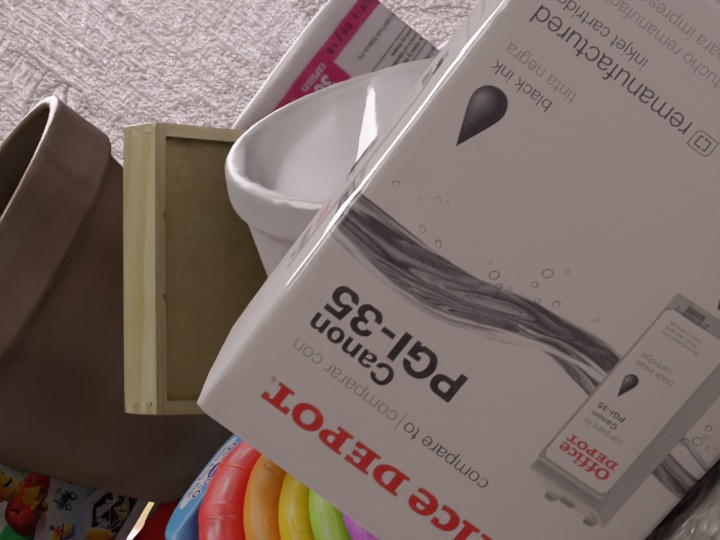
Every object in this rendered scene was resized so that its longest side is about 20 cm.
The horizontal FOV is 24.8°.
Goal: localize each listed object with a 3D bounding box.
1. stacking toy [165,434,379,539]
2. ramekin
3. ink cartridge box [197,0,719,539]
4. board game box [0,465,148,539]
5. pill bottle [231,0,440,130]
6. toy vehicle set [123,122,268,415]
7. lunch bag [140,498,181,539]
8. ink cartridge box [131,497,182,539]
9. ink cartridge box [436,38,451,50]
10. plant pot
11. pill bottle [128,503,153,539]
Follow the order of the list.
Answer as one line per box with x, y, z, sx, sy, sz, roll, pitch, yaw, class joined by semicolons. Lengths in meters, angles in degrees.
0.011;0.105;0.708;0.200;0.110;0.116;-29;19;52;stacking toy
0.049;-0.021;0.679;0.201;0.095;0.203;-8;22;3;ramekin
0.064;0.002;0.532;0.200;0.146;0.083;-52;6;16;ink cartridge box
-0.184;0.115;0.950;0.035;0.126;0.200;-55;5;40;board game box
0.037;-0.052;0.888;0.114;0.200;0.113;-52;4;6;pill bottle
-0.018;0.002;0.759;0.026;0.199;0.125;-3;86;51;toy vehicle set
-0.042;0.118;0.952;0.164;0.117;0.200;-54;9;16;lunch bag
-0.124;0.216;0.876;0.200;0.045;0.177;-50;43;26;ink cartridge box
0.029;-0.069;1.017;0.200;0.037;0.095;-34;57;42;ink cartridge box
-0.151;0.034;0.894;0.200;0.173;0.200;-47;22;26;plant pot
-0.165;0.241;1.268;0.111;0.111;0.200;-51;4;13;pill bottle
